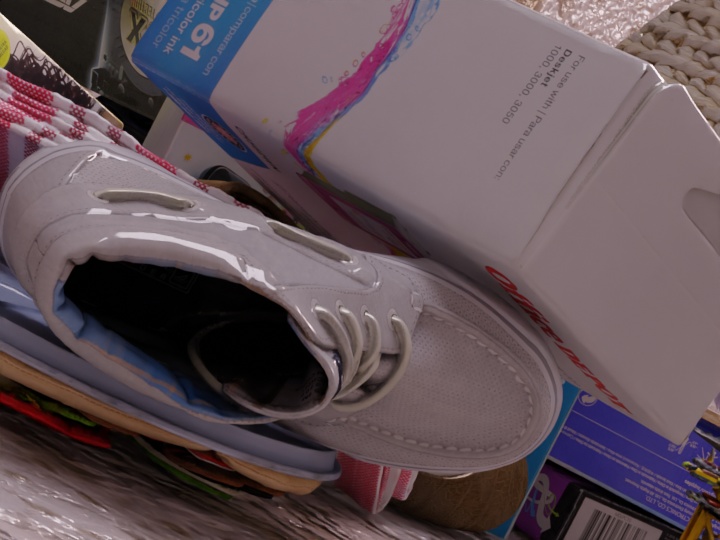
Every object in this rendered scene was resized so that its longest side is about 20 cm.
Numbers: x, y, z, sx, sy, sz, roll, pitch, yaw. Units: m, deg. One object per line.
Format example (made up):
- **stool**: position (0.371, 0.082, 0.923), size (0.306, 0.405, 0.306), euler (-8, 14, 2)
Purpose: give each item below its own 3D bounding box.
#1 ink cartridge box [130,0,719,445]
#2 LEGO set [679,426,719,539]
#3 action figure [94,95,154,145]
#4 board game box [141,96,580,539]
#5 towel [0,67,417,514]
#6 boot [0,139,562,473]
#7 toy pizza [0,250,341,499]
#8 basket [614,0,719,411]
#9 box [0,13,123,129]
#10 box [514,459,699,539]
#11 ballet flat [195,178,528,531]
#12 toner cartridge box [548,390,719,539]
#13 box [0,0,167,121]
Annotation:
- **ink cartridge box**: position (0.038, -0.038, 1.003), size (0.200, 0.085, 0.145), euler (28, -10, 40)
- **LEGO set**: position (0.197, 0.125, 1.087), size (0.200, 0.116, 0.154), euler (28, 4, 7)
- **action figure**: position (-0.044, 0.003, 1.330), size (0.200, 0.105, 0.193), euler (32, 13, 34)
- **board game box**: position (0.000, 0.000, 1.174), size (0.200, 0.148, 0.064), euler (26, 2, -16)
- **towel**: position (-0.061, 0.007, 1.040), size (0.200, 0.030, 0.146), euler (29, -28, 10)
- **boot**: position (-0.017, 0.028, 0.880), size (0.200, 0.074, 0.096), euler (21, 15, -20)
- **toy pizza**: position (-0.099, 0.030, 0.952), size (0.200, 0.032, 0.200), euler (27, 3, -1)
- **basket**: position (0.206, -0.027, 1.272), size (0.200, 0.161, 0.198), euler (51, -6, -21)
- **box**: position (-0.176, -0.078, 1.100), size (0.050, 0.075, 0.200), euler (10, -21, 39)
- **box**: position (0.096, 0.101, 1.342), size (0.143, 0.036, 0.200), euler (25, 4, -33)
- **ballet flat**: position (0.001, 0.031, 1.103), size (0.200, 0.068, 0.072), euler (42, -30, -15)
- **toner cartridge box**: position (0.115, 0.073, 1.277), size (0.200, 0.043, 0.095), euler (28, 3, 0)
- **box**: position (-0.117, -0.135, 1.318), size (0.200, 0.086, 0.164), euler (26, 7, 17)
